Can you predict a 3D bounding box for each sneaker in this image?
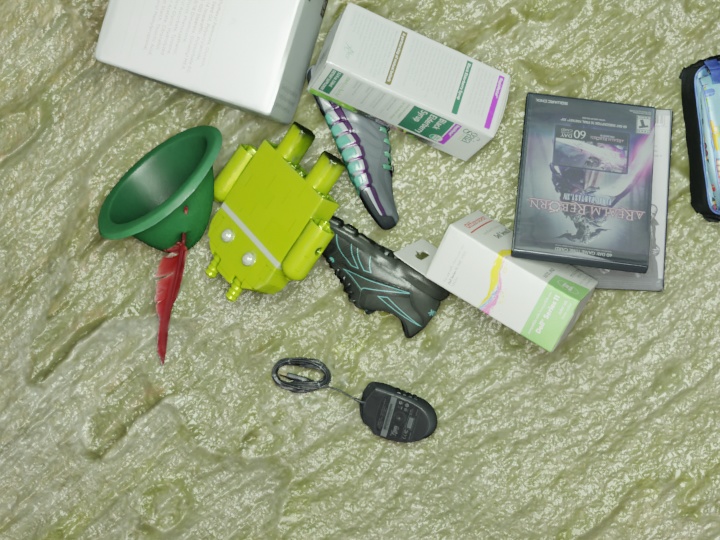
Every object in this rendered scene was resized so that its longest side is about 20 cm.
[{"bbox_3d":[0.000,0.000,1.572,0.199,0.075,0.080,30,97,2],"label":"sneaker"},{"bbox_3d":[0.015,-0.149,1.566,0.087,0.074,0.202,-24,90,0],"label":"sneaker"}]

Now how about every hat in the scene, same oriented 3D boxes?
[{"bbox_3d":[-0.184,-0.038,1.590,0.199,0.166,0.176,-22,123,30],"label":"hat"}]

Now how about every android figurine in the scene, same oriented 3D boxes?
[{"bbox_3d":[-0.101,-0.059,1.557,0.201,0.041,0.182,-53,53,14],"label":"android figurine"}]

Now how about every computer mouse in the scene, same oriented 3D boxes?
[{"bbox_3d":[-0.006,0.141,1.605,0.198,0.034,0.059,22,111,8],"label":"computer mouse"}]

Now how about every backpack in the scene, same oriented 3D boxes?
[{"bbox_3d":[0.452,-0.148,1.504,0.198,0.135,0.185,-5,93,2],"label":"backpack"}]

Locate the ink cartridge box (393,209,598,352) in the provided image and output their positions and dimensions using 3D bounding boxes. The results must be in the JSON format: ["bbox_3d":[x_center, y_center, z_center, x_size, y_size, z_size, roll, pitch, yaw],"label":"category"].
[{"bbox_3d":[0.146,-0.002,1.523,0.199,0.117,0.068,31,109,12],"label":"ink cartridge box"}]

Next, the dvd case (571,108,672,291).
[{"bbox_3d":[0.267,-0.080,1.574,0.149,0.025,0.202,3,93,4],"label":"dvd case"}]

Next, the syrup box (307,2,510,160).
[{"bbox_3d":[0.053,-0.201,1.523,0.198,0.079,0.082,23,69,-11],"label":"syrup box"}]

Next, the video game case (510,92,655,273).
[{"bbox_3d":[0.239,-0.096,1.503,0.141,0.019,0.202,7,61,3],"label":"video game case"}]

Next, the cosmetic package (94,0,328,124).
[{"bbox_3d":[-0.154,-0.268,1.525,0.198,0.165,0.167,18,94,4],"label":"cosmetic package"}]
